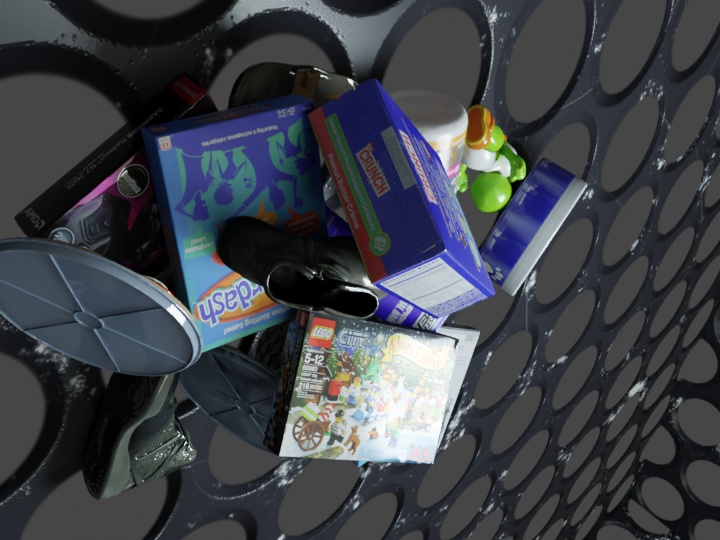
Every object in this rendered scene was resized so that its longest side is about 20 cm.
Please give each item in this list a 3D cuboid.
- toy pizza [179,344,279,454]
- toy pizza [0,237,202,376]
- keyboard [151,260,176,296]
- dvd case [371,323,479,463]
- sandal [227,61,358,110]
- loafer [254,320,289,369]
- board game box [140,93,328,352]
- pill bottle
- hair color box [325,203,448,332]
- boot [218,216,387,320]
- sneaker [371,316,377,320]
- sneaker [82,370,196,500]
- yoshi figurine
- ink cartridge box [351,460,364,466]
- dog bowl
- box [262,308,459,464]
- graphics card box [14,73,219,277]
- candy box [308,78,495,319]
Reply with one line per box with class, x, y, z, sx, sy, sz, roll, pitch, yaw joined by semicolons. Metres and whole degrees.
toy pizza;-0.121;0.139;0.790;0.032;0.196;0.203;-57;151;-35
toy pizza;-0.227;0.030;0.610;0.202;0.195;0.032;68;30;-49
keyboard;-0.157;-0.012;0.723;0.200;0.021;0.127;-44;177;-18
dvd case;0.089;0.172;1.008;0.148;0.024;0.205;10;101;-47
sandal;-0.052;-0.164;0.712;0.198;0.054;0.084;-13;105;-49
loafer;-0.096;0.122;0.863;0.069;0.069;0.202;3;142;-28
board game box;-0.104;-0.044;0.655;0.149;0.045;0.205;-20;119;-27
pill bottle;0.062;-0.105;0.864;0.115;0.116;0.204;-25;135;-33
hair color box;0.000;0.000;0.810;0.199;0.109;0.065;38;89;-21
boot;-0.021;0.014;0.623;0.197;0.130;0.069;12;103;-37
sneaker;-0.040;0.050;0.893;0.197;0.091;0.079;-4;121;-47
sneaker;-0.225;0.159;0.787;0.113;0.076;0.203;0;121;-50
yoshi figurine;0.169;-0.140;0.978;0.112;0.113;0.199;-44;149;14
ink cartridge box;0.036;0.193;1.072;0.197;0.115;0.069;-23;132;-35
dog bowl;0.258;-0.067;1.090;0.201;0.078;0.201;-53;169;-15
box;0.006;0.121;0.727;0.197;0.037;0.140;13;90;-36
graphics card box;-0.197;-0.066;0.657;0.200;0.051;0.126;-43;143;-14
candy box;0.046;-0.056;0.671;0.076;0.172;0.200;-25;160;15
